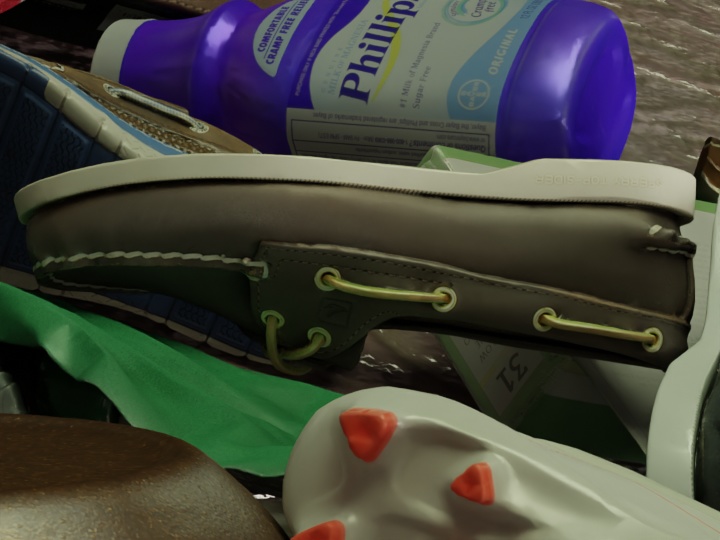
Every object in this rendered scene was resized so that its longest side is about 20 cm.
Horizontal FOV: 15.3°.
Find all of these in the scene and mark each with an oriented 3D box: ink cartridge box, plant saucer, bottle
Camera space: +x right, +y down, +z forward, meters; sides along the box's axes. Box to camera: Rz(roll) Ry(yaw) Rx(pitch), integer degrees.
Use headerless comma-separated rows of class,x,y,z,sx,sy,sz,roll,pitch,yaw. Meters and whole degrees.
ink cartridge box,0.107,0.047,0.868,0.145,0.048,0.200,10,38,-41
plant saucer,-0.108,0.057,0.600,0.200,0.037,0.200,0,5,0
bottle,-0.003,-0.065,0.985,0.200,0.065,0.084,6,46,26

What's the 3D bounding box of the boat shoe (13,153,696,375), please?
boat shoe,0.000,0.000,0.780,0.200,0.060,0.072,1,-7,-9

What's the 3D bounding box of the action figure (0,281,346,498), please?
action figure,-0.067,0.037,0.746,0.200,0.055,0.118,20,3,37

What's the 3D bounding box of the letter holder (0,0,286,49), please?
letter holder,-0.046,-0.155,1.089,0.200,0.142,0.101,14,-9,-11

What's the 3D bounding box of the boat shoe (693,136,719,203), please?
boat shoe,0.234,-0.018,1.094,0.200,0.074,0.076,21,2,-1

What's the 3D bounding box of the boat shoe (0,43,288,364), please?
boat shoe,-0.089,-0.028,0.899,0.200,0.072,0.072,27,16,-4

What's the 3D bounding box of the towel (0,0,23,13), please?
towel,-0.175,-0.079,0.794,0.200,0.023,0.144,-33,40,-20

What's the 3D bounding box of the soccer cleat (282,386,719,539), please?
soccer cleat,0.074,0.082,0.586,0.200,0.069,0.078,30,8,20

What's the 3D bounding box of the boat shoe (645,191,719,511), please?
boat shoe,0.126,0.028,0.774,0.060,0.076,0.200,1,34,16
